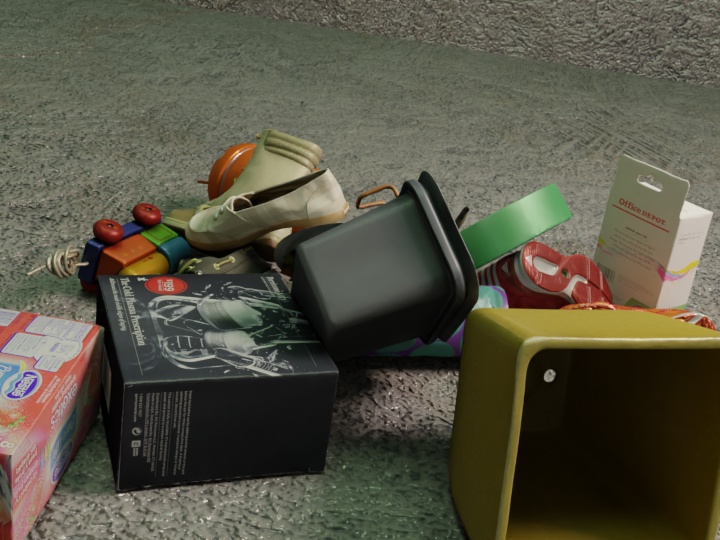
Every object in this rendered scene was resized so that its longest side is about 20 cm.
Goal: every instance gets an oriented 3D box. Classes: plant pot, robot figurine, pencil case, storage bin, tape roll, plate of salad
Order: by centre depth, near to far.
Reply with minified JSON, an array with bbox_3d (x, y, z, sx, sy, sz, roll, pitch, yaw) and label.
[{"bbox_3d":[0.170,0.123,0.809,0.192,0.198,0.200,1,12,-16],"label":"plant pot"},{"bbox_3d":[0.007,0.006,0.887,0.133,0.200,0.147,-20,76,-13],"label":"storage bin"},{"bbox_3d":[0.059,0.055,1.036,0.197,0.093,0.086,3,68,-16],"label":"pencil case"},{"bbox_3d":[0.000,0.000,1.077,0.197,0.200,0.049,7,65,-5],"label":"plate of salad"},{"bbox_3d":[0.159,-0.037,1.170,0.199,0.049,0.200,-28,-4,-2],"label":"tape roll"},{"bbox_3d":[-0.126,-0.101,1.286,0.199,0.145,0.117,25,-7,33],"label":"robot figurine"}]

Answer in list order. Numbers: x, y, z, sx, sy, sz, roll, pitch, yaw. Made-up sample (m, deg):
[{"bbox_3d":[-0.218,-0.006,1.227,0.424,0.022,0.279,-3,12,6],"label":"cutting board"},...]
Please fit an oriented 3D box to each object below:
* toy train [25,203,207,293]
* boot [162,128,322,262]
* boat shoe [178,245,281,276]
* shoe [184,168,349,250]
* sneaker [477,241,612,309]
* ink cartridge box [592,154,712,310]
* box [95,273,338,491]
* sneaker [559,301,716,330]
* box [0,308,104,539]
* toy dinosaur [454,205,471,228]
[{"bbox_3d":[-0.256,0.005,1.058,0.115,0.085,0.200,30,29,14],"label":"toy train"},{"bbox_3d":[-0.146,-0.096,1.188,0.198,0.157,0.073,6,-22,40],"label":"boot"},{"bbox_3d":[-0.164,0.019,1.037,0.060,0.072,0.201,50,30,11],"label":"boat shoe"},{"bbox_3d":[-0.111,-0.071,1.066,0.198,0.054,0.070,-10,34,19],"label":"shoe"},{"bbox_3d":[0.216,0.025,1.170,0.115,0.079,0.199,-19,-35,41],"label":"sneaker"},{"bbox_3d":[0.362,-0.035,1.200,0.067,0.202,0.117,-7,28,-33],"label":"ink cartridge box"},{"bbox_3d":[-0.138,0.089,0.865,0.180,0.105,0.200,0,25,-22],"label":"box"},{"bbox_3d":[0.314,0.075,1.126,0.197,0.074,0.077,7,0,-11],"label":"sneaker"},{"bbox_3d":[-0.281,0.119,0.756,0.101,0.096,0.200,9,24,0],"label":"box"},{"bbox_3d":[0.060,-0.039,1.113,0.198,0.048,0.088,-18,-2,33],"label":"toy dinosaur"}]
